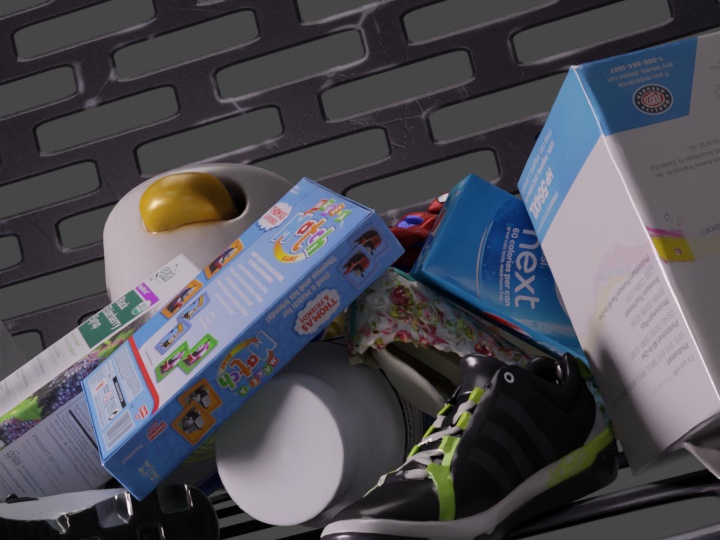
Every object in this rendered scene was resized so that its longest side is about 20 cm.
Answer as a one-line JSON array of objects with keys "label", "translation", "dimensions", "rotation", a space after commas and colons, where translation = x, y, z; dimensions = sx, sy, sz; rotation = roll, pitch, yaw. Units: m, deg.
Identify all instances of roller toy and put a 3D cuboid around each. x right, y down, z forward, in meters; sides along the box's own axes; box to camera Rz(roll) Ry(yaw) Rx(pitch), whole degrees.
[{"label": "roller toy", "translation": [-0.123, 0.003, 0.955], "dimensions": [0.198, 0.142, 0.182], "rotation": [14, -38, -41]}]

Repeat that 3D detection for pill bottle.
[{"label": "pill bottle", "translation": [-0.014, 0.099, 0.736], "dimensions": [0.109, 0.113, 0.200], "rotation": [-16, -4, 19]}]

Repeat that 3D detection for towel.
[{"label": "towel", "translation": [-0.141, 0.149, 0.792], "dimensions": [0.199, 0.023, 0.143], "rotation": [-39, -12, 11]}]

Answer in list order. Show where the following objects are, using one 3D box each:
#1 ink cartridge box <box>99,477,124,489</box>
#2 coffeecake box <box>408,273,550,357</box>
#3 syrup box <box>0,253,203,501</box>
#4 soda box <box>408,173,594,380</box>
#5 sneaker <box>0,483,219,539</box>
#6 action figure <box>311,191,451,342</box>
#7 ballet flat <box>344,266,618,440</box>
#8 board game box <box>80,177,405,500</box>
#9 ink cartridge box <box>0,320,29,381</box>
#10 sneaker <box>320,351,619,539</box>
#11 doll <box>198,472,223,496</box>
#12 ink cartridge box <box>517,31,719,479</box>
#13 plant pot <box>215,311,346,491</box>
[{"label": "ink cartridge box", "translation": [-0.200, 0.165, 0.912], "dimensions": [0.199, 0.044, 0.198], "rotation": [-35, -2, -8]}, {"label": "coffeecake box", "translation": [0.088, 0.059, 0.889], "dimensions": [0.072, 0.156, 0.199], "rotation": [-14, -3, -27]}, {"label": "syrup box", "translation": [-0.173, 0.082, 0.796], "dimensions": [0.199, 0.082, 0.079], "rotation": [-37, 25, -11]}, {"label": "soda box", "translation": [0.131, 0.021, 0.678], "dimensions": [0.198, 0.065, 0.068], "rotation": [28, -6, -3]}, {"label": "sneaker", "translation": [-0.185, 0.164, 0.655], "dimensions": [0.197, 0.075, 0.088], "rotation": [-3, -7, -20]}, {"label": "action figure", "translation": [0.000, 0.000, 0.795], "dimensions": [0.199, 0.052, 0.066], "rotation": [-32, -17, -25]}, {"label": "ballet flat", "translation": [0.071, 0.072, 0.690], "dimensions": [0.198, 0.064, 0.076], "rotation": [29, -38, -9]}, {"label": "board game box", "translation": [-0.078, 0.030, 0.691], "dimensions": [0.200, 0.037, 0.151], "rotation": [-44, 21, -5]}, {"label": "ink cartridge box", "translation": [-0.348, 0.155, 0.905], "dimensions": [0.199, 0.146, 0.145], "rotation": [-36, -3, 2]}, {"label": "sneaker", "translation": [0.050, 0.085, 0.564], "dimensions": [0.198, 0.084, 0.071], "rotation": [-12, -5, -45]}, {"label": "doll", "translation": [-0.063, 0.162, 0.979], "dimensions": [0.197, 0.049, 0.136], "rotation": [-15, -3, -9]}, {"label": "ink cartridge box", "translation": [0.180, 0.002, 0.573], "dimensions": [0.126, 0.203, 0.126], "rotation": [-13, -21, -12]}, {"label": "plant pot", "translation": [-0.090, 0.114, 1.152], "dimensions": [0.191, 0.199, 0.200], "rotation": [-13, 5, -18]}]
